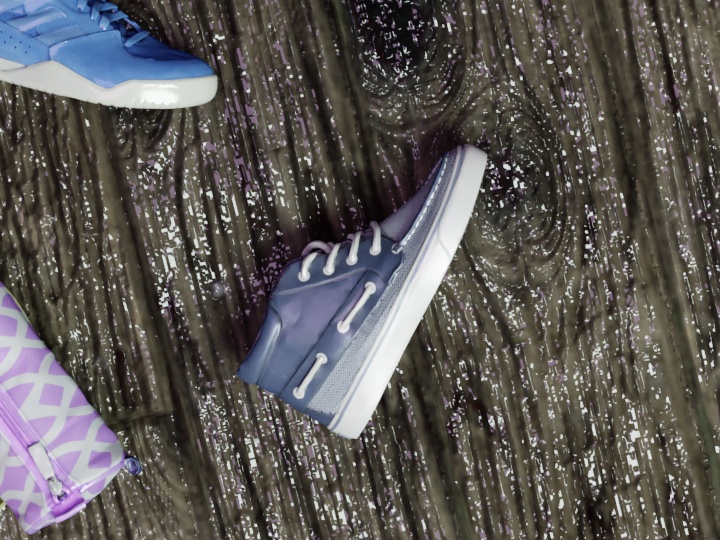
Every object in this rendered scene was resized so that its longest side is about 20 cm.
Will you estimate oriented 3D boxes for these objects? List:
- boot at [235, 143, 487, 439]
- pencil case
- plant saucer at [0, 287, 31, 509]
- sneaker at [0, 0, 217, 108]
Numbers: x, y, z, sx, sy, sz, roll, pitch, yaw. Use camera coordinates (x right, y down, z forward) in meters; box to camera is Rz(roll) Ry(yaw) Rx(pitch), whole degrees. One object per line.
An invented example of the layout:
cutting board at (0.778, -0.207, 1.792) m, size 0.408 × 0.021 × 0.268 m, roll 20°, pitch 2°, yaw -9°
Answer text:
boot at (0.000, 0.000, 0.925) m, size 0.090 × 0.073 × 0.202 m, roll 26°, pitch 96°, yaw -4°
pencil case at (-0.227, 0.069, 0.911) m, size 0.084 × 0.085 × 0.201 m, roll -38°, pitch 89°, yaw 7°
plant saucer at (-0.298, 0.079, 0.974) m, size 0.198 × 0.031 × 0.203 m, roll 0°, pitch 94°, yaw 5°
sneaker at (-0.180, -0.169, 0.925) m, size 0.198 × 0.077 × 0.112 m, roll 13°, pitch 104°, yaw 10°
